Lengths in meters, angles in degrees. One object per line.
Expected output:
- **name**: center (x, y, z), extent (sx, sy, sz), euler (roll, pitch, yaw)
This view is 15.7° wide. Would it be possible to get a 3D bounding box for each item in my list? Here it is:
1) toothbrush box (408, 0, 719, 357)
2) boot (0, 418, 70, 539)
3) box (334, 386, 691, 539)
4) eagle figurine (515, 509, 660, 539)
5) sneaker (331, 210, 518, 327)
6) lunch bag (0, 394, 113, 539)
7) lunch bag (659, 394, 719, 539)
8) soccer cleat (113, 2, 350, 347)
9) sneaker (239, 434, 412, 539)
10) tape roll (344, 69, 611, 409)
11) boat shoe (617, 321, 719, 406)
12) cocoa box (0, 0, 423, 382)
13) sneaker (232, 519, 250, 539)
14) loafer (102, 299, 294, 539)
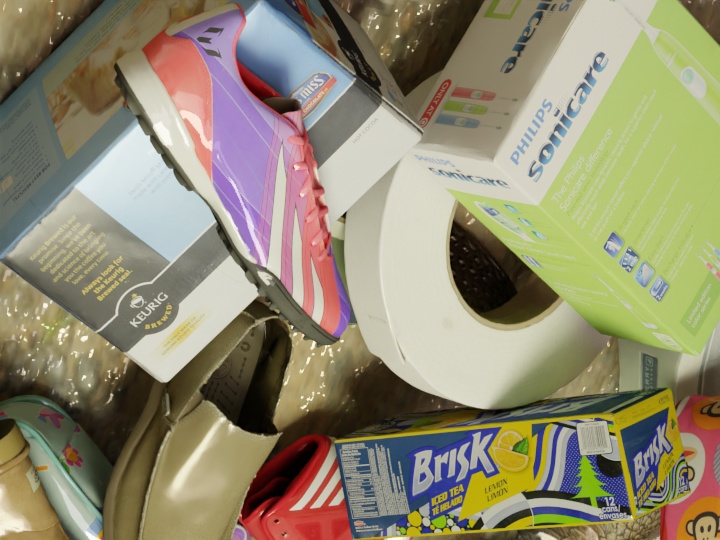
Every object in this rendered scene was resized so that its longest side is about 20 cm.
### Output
- **toothbrush box**: center (0.140, -0.068, 1.450), extent (0.200, 0.086, 0.146), euler (41, 73, -36)
- **boot**: center (-0.220, 0.204, 1.467), extent (0.175, 0.066, 0.201), euler (-22, 104, 10)
- **box**: center (0.086, 0.112, 1.507), extent (0.070, 0.200, 0.065), euler (-18, 98, -52)
- **eagle figurine**: center (0.156, 0.203, 1.670), extent (0.200, 0.151, 0.152), euler (-31, 117, 17)
- **sneaker**: center (0.000, 0.000, 1.525), extent (0.090, 0.067, 0.200), euler (-35, 135, 28)
- **lunch bag**: center (-0.201, 0.181, 1.532), extent (0.160, 0.077, 0.200), euler (-34, 101, 12)
- **lunch bag**: center (0.257, 0.177, 1.579), extent (0.082, 0.177, 0.200), euler (-9, 154, 39)
- **soccer cleat**: center (-0.045, -0.044, 1.310), extent (0.073, 0.068, 0.200), euler (-34, 122, 1)
- **sneaker**: center (-0.044, 0.193, 1.592), extent (0.115, 0.078, 0.201), euler (22, 80, -34)
- **tape roll**: center (0.079, -0.021, 1.491), extent (0.202, 0.037, 0.204), euler (-9, 105, -35)
- **boat shoe**: center (0.204, 0.040, 1.615), extent (0.071, 0.070, 0.201), euler (-19, 122, -39)
- **cocoa box**: center (-0.093, -0.071, 1.398), extent (0.200, 0.133, 0.131), euler (-43, 124, 12)
- **sneaker**: center (-0.080, 0.204, 1.624), extent (0.114, 0.073, 0.200), euler (-47, 124, 11)
- **loafer**: center (-0.090, 0.101, 1.488), extent (0.076, 0.067, 0.201), euler (24, 70, -37)
